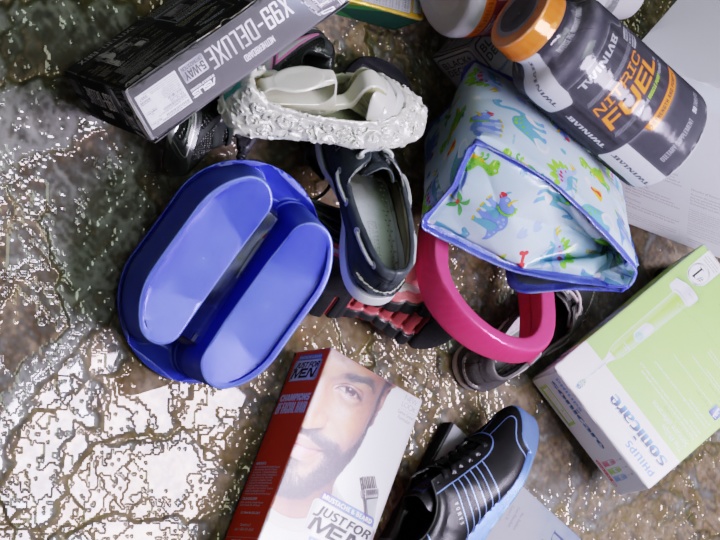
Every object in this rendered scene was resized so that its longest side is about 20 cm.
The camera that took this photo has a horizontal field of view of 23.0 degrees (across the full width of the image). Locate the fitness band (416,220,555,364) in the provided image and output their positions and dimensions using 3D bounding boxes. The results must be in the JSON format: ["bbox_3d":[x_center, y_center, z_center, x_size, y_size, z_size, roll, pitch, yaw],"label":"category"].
[{"bbox_3d":[0.114,0.008,1.614,0.143,0.037,0.201,34,31,-20],"label":"fitness band"}]

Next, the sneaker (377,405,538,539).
[{"bbox_3d":[0.089,0.194,1.600,0.078,0.070,0.201,46,64,-28],"label":"sneaker"}]

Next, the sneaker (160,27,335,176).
[{"bbox_3d":[-0.090,-0.152,1.512,0.086,0.080,0.200,33,65,8],"label":"sneaker"}]

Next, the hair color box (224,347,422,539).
[{"bbox_3d":[-0.034,0.182,1.544,0.110,0.064,0.201,30,68,-27],"label":"hair color box"}]

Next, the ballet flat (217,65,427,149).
[{"bbox_3d":[-0.021,-0.140,1.472,0.198,0.072,0.072,-3,86,-29],"label":"ballet flat"}]

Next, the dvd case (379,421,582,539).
[{"bbox_3d":[0.115,0.258,1.662,0.200,0.017,0.143,43,63,-23],"label":"dvd case"}]

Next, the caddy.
[{"bbox_3d":[-0.113,0.003,1.477,0.141,0.105,0.201,37,86,-16],"label":"caddy"}]

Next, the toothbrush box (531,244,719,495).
[{"bbox_3d":[0.291,0.097,1.707,0.200,0.086,0.146,-38,87,-17],"label":"toothbrush box"}]

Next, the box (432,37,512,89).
[{"bbox_3d":[0.174,-0.175,1.722,0.200,0.060,0.117,49,61,-19],"label":"box"}]

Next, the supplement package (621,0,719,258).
[{"bbox_3d":[0.351,-0.142,1.721,0.151,0.151,0.201,-47,147,-36],"label":"supplement package"}]

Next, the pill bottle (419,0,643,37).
[{"bbox_3d":[0.160,-0.272,1.623,0.198,0.109,0.111,-6,88,-28],"label":"pill bottle"}]

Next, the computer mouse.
[{"bbox_3d":[-0.039,-0.119,1.582,0.140,0.046,0.201,25,58,-9],"label":"computer mouse"}]

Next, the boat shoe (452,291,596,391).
[{"bbox_3d":[0.173,0.054,1.699,0.200,0.057,0.067,-36,105,-31],"label":"boat shoe"}]

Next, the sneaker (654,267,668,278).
[{"bbox_3d":[0.319,0.091,1.796,0.079,0.075,0.202,18,70,-15],"label":"sneaker"}]

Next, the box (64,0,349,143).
[{"bbox_3d":[-0.128,-0.189,1.434,0.200,0.157,0.050,-38,115,-16],"label":"box"}]

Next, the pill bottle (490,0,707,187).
[{"bbox_3d":[0.206,-0.169,1.565,0.199,0.106,0.107,36,67,-27],"label":"pill bottle"}]

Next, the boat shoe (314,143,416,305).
[{"bbox_3d":[0.011,-0.073,1.517,0.075,0.060,0.202,-4,68,-26],"label":"boat shoe"}]

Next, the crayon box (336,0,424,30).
[{"bbox_3d":[-0.032,-0.303,1.603,0.199,0.051,0.127,10,80,-33],"label":"crayon box"}]

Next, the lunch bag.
[{"bbox_3d":[0.159,-0.073,1.610,0.199,0.128,0.171,24,32,-13],"label":"lunch bag"}]

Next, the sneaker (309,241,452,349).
[{"bbox_3d":[0.000,0.000,1.595,0.199,0.074,0.087,25,41,-22],"label":"sneaker"}]
